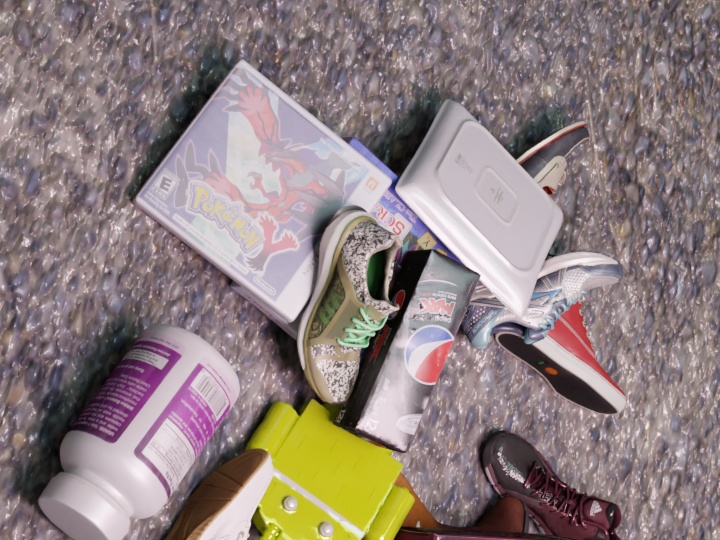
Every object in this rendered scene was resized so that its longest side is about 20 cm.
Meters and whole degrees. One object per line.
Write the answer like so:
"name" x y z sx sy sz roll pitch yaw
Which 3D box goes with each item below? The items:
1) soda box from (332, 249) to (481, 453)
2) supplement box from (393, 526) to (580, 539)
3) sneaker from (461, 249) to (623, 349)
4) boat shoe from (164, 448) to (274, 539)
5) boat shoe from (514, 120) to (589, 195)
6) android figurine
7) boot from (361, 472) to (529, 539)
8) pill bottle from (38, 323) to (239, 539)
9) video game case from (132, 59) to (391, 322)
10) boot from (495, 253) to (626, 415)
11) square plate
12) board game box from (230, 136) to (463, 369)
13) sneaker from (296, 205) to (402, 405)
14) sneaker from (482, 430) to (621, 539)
"soda box" 0.048 0.081 1.575 0.063 0.071 0.201 26 81 -18
"supplement box" 0.133 0.317 1.611 0.199 0.110 0.086 8 82 -27
"sneaker" 0.204 0.039 1.747 0.199 0.078 0.087 -15 70 -2
"boat shoe" -0.143 0.264 1.499 0.069 0.071 0.200 48 68 -24
"boat shoe" 0.202 -0.111 1.813 0.200 0.071 0.063 -35 91 -30
"android figurine" -0.036 0.217 1.581 0.182 0.041 0.200 38 61 -6
"boot" 0.077 0.271 1.685 0.200 0.068 0.188 48 69 -18
"pill bottle" -0.207 0.156 1.432 0.112 0.112 0.200 49 58 -23
"video game case" -0.095 -0.080 1.547 0.200 0.023 0.183 38 76 -10
"boot" 0.261 0.070 1.843 0.200 0.072 0.145 40 60 -24
"square plate" 0.139 -0.075 1.679 0.198 0.028 0.200 45 39 -13
"board game box" 0.000 0.000 1.615 0.200 0.041 0.200 40 76 -18
"sneaker" -0.004 0.041 1.526 0.077 0.088 0.201 -1 104 -41
"sneaker" 0.234 0.254 1.766 0.200 0.115 0.076 48 58 -24
